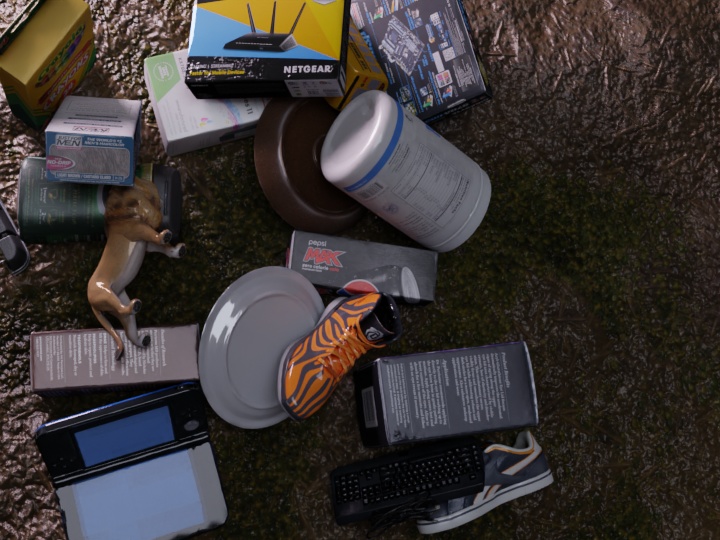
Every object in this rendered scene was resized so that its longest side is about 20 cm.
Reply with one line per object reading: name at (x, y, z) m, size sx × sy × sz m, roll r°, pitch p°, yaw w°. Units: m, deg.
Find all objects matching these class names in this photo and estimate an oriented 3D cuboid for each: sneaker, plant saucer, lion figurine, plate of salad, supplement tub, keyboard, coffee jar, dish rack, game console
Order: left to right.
dish rack at (-0.522, -0.030, 1.198) m, size 0.198 × 0.055 × 0.155 m, roll -31°, pitch 86°, yaw -14°
coffee jar at (-0.321, -0.083, 1.233) m, size 0.196 × 0.085 × 0.107 m, roll 3°, pitch 79°, yaw -11°
lion figurine at (-0.275, -0.008, 1.148) m, size 0.121 × 0.072 × 0.203 m, roll 22°, pitch 82°, yaw 27°
game console at (-0.265, 0.245, 1.172) m, size 0.196 × 0.172 × 0.120 m, roll -16°, pitch 56°, yaw -15°
plate of salad at (-0.121, 0.094, 1.226) m, size 0.197 × 0.048 × 0.205 m, roll -11°, pitch 107°, yaw -39°
plant saucer at (-0.047, -0.148, 1.293) m, size 0.197 × 0.034 × 0.205 m, roll 6°, pitch 80°, yaw -37°
sneaker at (-0.020, 0.091, 1.193) m, size 0.078 × 0.111 × 0.201 m, roll 49°, pitch 48°, yaw -21°
supplement tub at (0.058, -0.125, 1.267) m, size 0.198 × 0.131 × 0.134 m, roll 31°, pitch 73°, yaw -32°
keyboard at (0.059, 0.264, 1.227) m, size 0.196 × 0.040 × 0.105 m, roll -15°, pitch 52°, yaw 4°
sneaker at (0.151, 0.270, 1.275) m, size 0.197 × 0.078 × 0.081 m, roll -19°, pitch 87°, yaw -23°

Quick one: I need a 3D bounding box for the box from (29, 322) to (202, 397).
box at (-0.292, 0.109, 1.196) m, size 0.196 × 0.100 × 0.077 m, roll -1°, pitch 79°, yaw -13°

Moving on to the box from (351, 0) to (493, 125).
box at (0.076, -0.300, 1.340) m, size 0.157 × 0.046 × 0.204 m, roll -21°, pitch 82°, yaw 21°

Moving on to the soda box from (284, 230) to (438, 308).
soda box at (0.000, 0.000, 1.300) m, size 0.196 × 0.063 × 0.072 m, roll 8°, pitch 78°, yaw -10°

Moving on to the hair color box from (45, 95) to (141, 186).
hair color box at (-0.317, -0.159, 1.190) m, size 0.098 × 0.200 × 0.062 m, roll 2°, pitch 110°, yaw -10°

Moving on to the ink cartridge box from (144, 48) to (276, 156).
ink cartridge box at (-0.174, -0.236, 1.304) m, size 0.196 × 0.067 × 0.119 m, roll -17°, pitch 83°, yaw -15°

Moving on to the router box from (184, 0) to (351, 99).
router box at (-0.113, -0.293, 1.235) m, size 0.196 × 0.051 × 0.152 m, roll 0°, pitch 73°, yaw 10°

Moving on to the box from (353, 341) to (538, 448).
box at (0.104, 0.159, 1.249) m, size 0.196 × 0.148 × 0.107 m, roll -6°, pitch 80°, yaw -14°

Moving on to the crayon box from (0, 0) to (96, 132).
crayon box at (-0.378, -0.258, 1.195) m, size 0.050 × 0.200 × 0.128 m, roll 35°, pitch 75°, yaw -3°

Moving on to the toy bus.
toy bus at (-0.040, -0.300, 1.313) m, size 0.077 × 0.065 × 0.202 m, roll 4°, pitch 46°, yaw -38°
